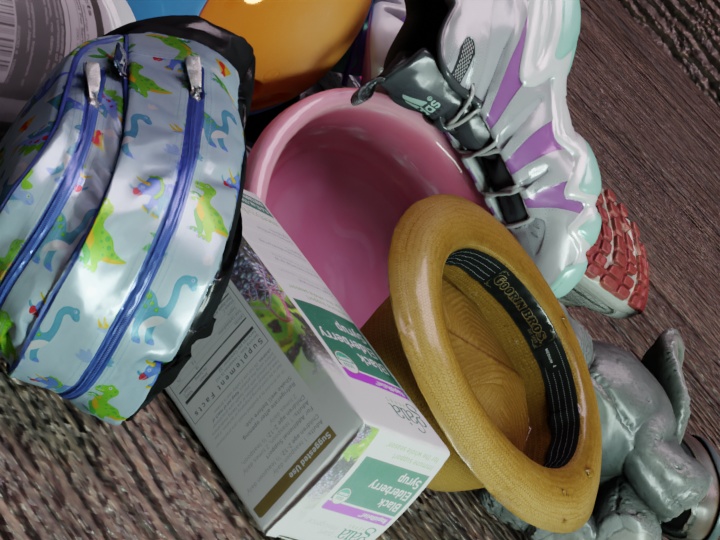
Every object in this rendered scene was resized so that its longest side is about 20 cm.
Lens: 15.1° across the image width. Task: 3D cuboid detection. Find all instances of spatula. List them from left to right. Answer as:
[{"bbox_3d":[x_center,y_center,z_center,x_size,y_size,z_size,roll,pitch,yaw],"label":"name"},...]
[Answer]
[{"bbox_3d":[0.001,-0.090,1.733,0.020,0.201,0.057,2,29,7],"label":"spatula"}]

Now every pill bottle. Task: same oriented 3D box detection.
[{"bbox_3d":[-0.195,-0.115,1.363,0.114,0.114,0.200,47,14,14],"label":"pill bottle"}]

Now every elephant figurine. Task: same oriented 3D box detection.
[{"bbox_3d":[0.140,0.093,1.635,0.141,0.155,0.200,34,18,0],"label":"elephant figurine"}]

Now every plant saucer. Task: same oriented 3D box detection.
[{"bbox_3d":[0.000,0.000,1.523,0.200,0.051,0.201,17,64,-39],"label":"plant saucer"}]

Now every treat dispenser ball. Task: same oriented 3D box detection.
[{"bbox_3d":[-0.087,-0.187,1.567,0.201,0.201,0.201,40,15,-13],"label":"treat dispenser ball"}]

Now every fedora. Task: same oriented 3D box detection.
[{"bbox_3d":[0.052,0.059,1.444,0.201,0.082,0.201,42,35,-39],"label":"fedora"}]

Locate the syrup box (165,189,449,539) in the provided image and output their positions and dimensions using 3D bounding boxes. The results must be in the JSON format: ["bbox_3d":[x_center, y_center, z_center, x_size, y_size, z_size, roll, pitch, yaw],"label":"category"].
[{"bbox_3d":[-0.049,0.044,1.365,0.079,0.081,0.200,22,24,-52],"label":"syrup box"}]

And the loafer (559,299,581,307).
[{"bbox_3d":[0.052,-0.028,1.719,0.199,0.063,0.072,14,-2,0],"label":"loafer"}]

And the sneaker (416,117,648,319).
[{"bbox_3d":[0.089,-0.026,1.658,0.199,0.082,0.078,28,46,-14],"label":"sneaker"}]

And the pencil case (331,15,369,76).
[{"bbox_3d":[-0.059,-0.185,1.752,0.199,0.085,0.093,13,40,-21],"label":"pencil case"}]

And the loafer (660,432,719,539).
[{"bbox_3d":[0.184,0.125,1.818,0.063,0.072,0.200,16,17,-19],"label":"loafer"}]

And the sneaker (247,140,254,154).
[{"bbox_3d":[-0.097,-0.056,1.556,0.200,0.075,0.085,38,8,-43],"label":"sneaker"}]

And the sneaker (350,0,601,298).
[{"bbox_3d":[0.057,-0.082,1.529,0.139,0.078,0.201,1,76,-33],"label":"sneaker"}]

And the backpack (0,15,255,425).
[{"bbox_3d":[-0.118,-0.018,1.249,0.153,0.163,0.200,24,29,-30],"label":"backpack"}]

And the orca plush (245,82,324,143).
[{"bbox_3d":[-0.052,-0.085,1.659,0.201,0.105,0.071,62,-10,13],"label":"orca plush"}]

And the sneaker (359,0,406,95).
[{"bbox_3d":[0.053,-0.155,1.658,0.088,0.081,0.200,7,33,4],"label":"sneaker"}]

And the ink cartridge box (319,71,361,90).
[{"bbox_3d":[-0.024,-0.105,1.868,0.165,0.075,0.200,32,18,-33],"label":"ink cartridge box"}]
